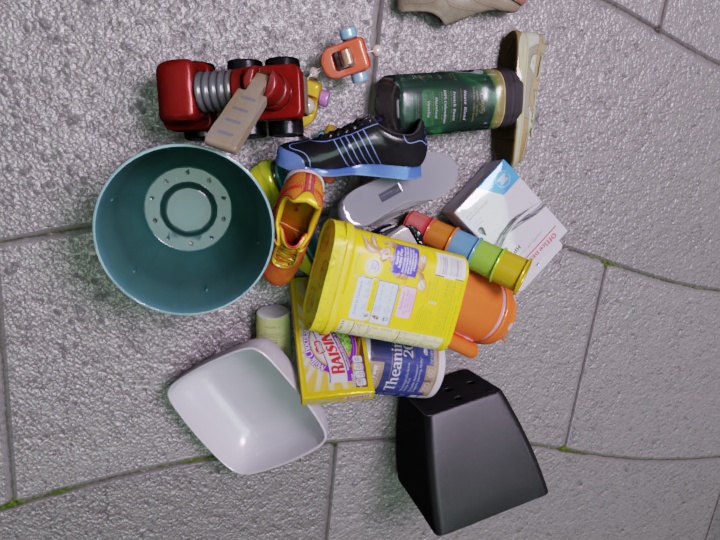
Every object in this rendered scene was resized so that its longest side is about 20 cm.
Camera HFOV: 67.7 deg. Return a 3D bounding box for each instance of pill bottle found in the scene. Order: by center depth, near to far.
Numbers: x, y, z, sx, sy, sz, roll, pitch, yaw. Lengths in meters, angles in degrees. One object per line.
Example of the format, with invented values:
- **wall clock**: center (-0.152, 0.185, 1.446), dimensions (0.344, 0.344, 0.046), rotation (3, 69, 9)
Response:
- **pill bottle**: center (0.025, 0.140, 0.854), dimensions (0.199, 0.111, 0.112), rotation (9, 103, -20)

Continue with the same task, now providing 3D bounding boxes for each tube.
- **tube**: center (-0.135, 0.155, 0.844), dimensions (0.052, 0.058, 0.202), rotation (-22, 122, -48)

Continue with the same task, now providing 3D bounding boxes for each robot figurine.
- **robot figurine**: center (0.170, 0.050, 0.872), dimensions (0.199, 0.144, 0.117), rotation (21, 119, -23)

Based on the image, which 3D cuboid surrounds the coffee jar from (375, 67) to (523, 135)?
- **coffee jar**: center (0.129, -0.244, 0.776), dimensions (0.198, 0.104, 0.086), rotation (-9, 112, -14)

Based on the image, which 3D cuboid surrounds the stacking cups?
- **stacking cups**: center (0.155, -0.030, 0.816), dimensions (0.199, 0.060, 0.061), rotation (25, 100, 19)

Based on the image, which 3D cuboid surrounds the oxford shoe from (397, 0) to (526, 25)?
- **oxford shoe**: center (0.143, -0.390, 0.769), dimensions (0.198, 0.071, 0.075), rotation (3, 132, -20)

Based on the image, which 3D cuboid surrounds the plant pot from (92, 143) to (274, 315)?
- **plant pot**: center (-0.221, -0.065, 0.687), dimensions (0.199, 0.161, 0.202), rotation (-5, 108, -16)

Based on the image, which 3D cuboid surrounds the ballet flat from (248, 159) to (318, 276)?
- **ballet flat**: center (-0.110, -0.065, 0.780), dimensions (0.067, 0.067, 0.201), rotation (-17, 120, 12)

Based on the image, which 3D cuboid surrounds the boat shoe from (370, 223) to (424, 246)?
- **boat shoe**: center (0.000, 0.000, 0.811), dimensions (0.199, 0.093, 0.075), rotation (-33, 106, -8)

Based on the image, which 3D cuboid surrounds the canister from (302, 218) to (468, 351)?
- **canister**: center (0.035, 0.025, 0.731), dimensions (0.199, 0.087, 0.150), rotation (13, 96, -19)

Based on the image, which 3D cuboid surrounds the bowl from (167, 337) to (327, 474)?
- **bowl**: center (-0.160, 0.196, 0.802), dimensions (0.199, 0.075, 0.200), rotation (-28, 107, 21)

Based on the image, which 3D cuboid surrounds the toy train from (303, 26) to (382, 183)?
- **toy train**: center (-0.032, -0.215, 0.733), dimensions (0.149, 0.056, 0.201), rotation (-8, 112, 12)

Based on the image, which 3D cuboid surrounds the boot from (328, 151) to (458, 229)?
- **boot**: center (0.043, -0.115, 0.796), dimensions (0.199, 0.095, 0.074), rotation (-24, 96, -19)

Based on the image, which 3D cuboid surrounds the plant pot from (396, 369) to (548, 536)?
- **plant pot**: center (0.165, 0.283, 0.907), dimensions (0.198, 0.200, 0.179), rotation (-15, 100, -12)

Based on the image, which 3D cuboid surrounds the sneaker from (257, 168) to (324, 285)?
- **sneaker**: center (-0.100, -0.042, 0.702), dimensions (0.072, 0.078, 0.201), rotation (13, 137, -10)

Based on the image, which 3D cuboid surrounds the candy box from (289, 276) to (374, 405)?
- **candy box**: center (-0.046, 0.094, 0.781), dimensions (0.101, 0.201, 0.026), rotation (-5, 144, -10)

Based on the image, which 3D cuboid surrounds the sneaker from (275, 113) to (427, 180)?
- **sneaker**: center (-0.010, -0.165, 0.698), dimensions (0.198, 0.070, 0.078), rotation (0, 113, -12)

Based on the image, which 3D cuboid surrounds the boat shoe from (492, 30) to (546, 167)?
- **boat shoe**: center (0.250, -0.261, 0.829), dimensions (0.063, 0.073, 0.202), rotation (-2, 98, -16)

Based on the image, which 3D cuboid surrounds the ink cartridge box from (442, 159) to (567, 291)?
- **ink cartridge box**: center (0.245, -0.066, 0.865), dimensions (0.200, 0.067, 0.116), rotation (44, 89, -11)

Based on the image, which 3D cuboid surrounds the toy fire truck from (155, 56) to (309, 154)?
- **toy fire truck**: center (-0.160, -0.193, 0.622), dimensions (0.175, 0.200, 0.130), rotation (-1, 98, 5)
